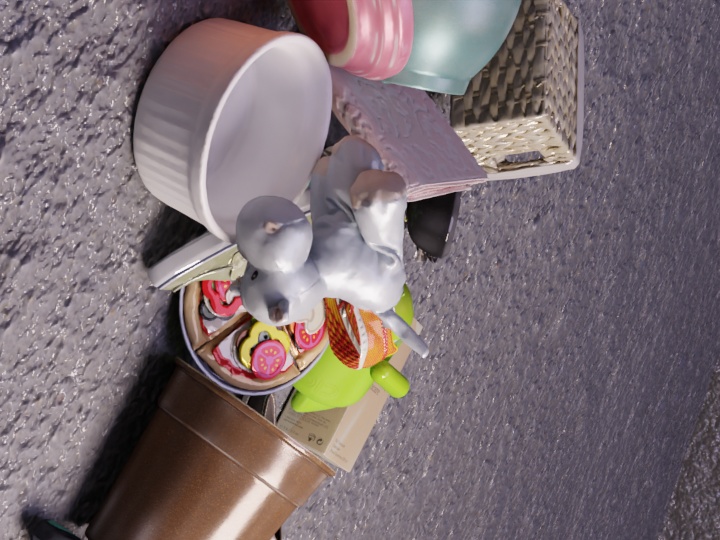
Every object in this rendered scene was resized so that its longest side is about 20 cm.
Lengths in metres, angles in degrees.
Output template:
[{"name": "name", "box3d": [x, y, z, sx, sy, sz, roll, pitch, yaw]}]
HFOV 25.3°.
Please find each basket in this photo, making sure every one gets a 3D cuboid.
[{"name": "basket", "box3d": [0.180, -0.224, 1.880, 0.123, 0.134, 0.202, 43, 46, -55]}]

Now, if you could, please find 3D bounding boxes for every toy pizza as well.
[{"name": "toy pizza", "box3d": [-0.095, 0.030, 1.642, 0.199, 0.032, 0.202, -5, 99, -36]}]

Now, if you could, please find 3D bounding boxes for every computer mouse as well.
[{"name": "computer mouse", "box3d": [0.079, -0.066, 1.796, 0.200, 0.052, 0.140, -82, -176, -81]}]

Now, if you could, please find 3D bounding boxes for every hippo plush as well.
[{"name": "hippo plush", "box3d": [-0.048, -0.016, 1.498, 0.159, 0.159, 0.202, -16, 114, -20]}]

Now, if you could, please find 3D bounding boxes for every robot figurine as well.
[{"name": "robot figurine", "box3d": [-0.017, 0.070, 1.782, 0.115, 0.176, 0.201, 0, 135, -43]}]

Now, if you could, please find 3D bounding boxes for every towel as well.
[{"name": "towel", "box3d": [0.032, -0.159, 1.670, 0.032, 0.201, 0.191, -42, 165, 25]}]

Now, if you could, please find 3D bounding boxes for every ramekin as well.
[{"name": "ramekin", "box3d": [-0.121, -0.135, 1.489, 0.200, 0.097, 0.202, -41, 143, -41]}]

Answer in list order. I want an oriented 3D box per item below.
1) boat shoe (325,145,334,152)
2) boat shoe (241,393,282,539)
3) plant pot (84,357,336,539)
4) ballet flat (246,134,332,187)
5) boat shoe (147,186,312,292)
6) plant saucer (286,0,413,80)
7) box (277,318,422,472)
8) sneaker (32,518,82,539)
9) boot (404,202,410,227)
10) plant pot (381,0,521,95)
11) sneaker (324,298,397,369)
[{"name": "boat shoe", "box3d": [-0.065, -0.043, 1.729, 0.062, 0.072, 0.201, -19, -134, 66]}, {"name": "boat shoe", "box3d": [-0.106, 0.215, 1.744, 0.072, 0.059, 0.201, 66, 23, -49]}, {"name": "plant pot", "box3d": [-0.159, 0.226, 1.610, 0.199, 0.199, 0.200, -55, 152, -7]}, {"name": "ballet flat", "box3d": [-0.056, -0.101, 1.663, 0.199, 0.064, 0.068, 22, 87, -34]}, {"name": "boat shoe", "box3d": [-0.113, -0.020, 1.567, 0.199, 0.072, 0.062, -27, 92, -27]}, {"name": "plant saucer", "box3d": [-0.023, -0.268, 1.482, 0.051, 0.201, 0.202, -24, 135, -22]}, {"name": "box", "box3d": [-0.013, 0.127, 1.912, 0.201, 0.077, 0.095, -63, 153, -8]}, {"name": "sneaker", "box3d": [-0.281, 0.315, 1.568, 0.088, 0.074, 0.200, -53, 151, -16]}, {"name": "boot", "box3d": [0.031, -0.070, 1.848, 0.204, 0.073, 0.154, 103, 11, -49]}, {"name": "plant pot", "box3d": [0.060, -0.252, 1.608, 0.200, 0.199, 0.136, -7, 111, -60]}, {"name": "sneaker", "box3d": [0.000, 0.000, 1.664, 0.077, 0.073, 0.202, -20, 116, -41]}]
